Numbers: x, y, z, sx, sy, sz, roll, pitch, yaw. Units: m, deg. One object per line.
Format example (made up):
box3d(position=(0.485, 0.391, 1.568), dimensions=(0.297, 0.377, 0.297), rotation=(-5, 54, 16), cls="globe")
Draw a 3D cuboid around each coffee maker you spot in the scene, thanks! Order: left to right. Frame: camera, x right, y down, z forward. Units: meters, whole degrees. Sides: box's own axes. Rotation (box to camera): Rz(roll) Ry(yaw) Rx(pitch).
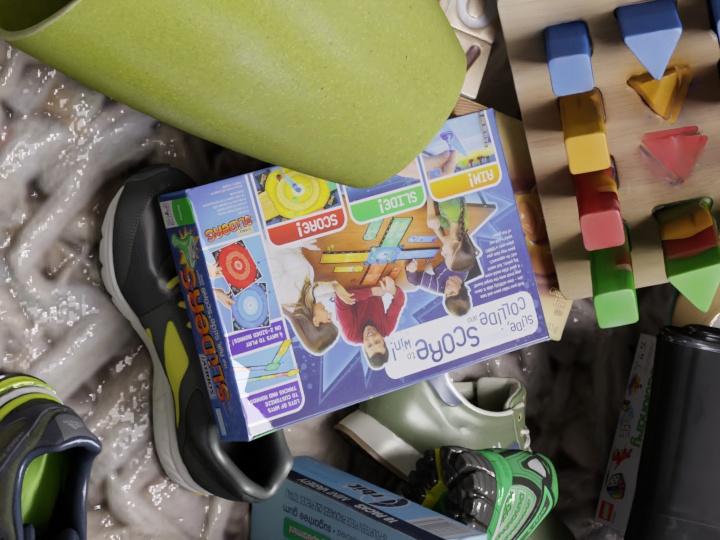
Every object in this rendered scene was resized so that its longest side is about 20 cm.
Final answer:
box3d(position=(0.196, 0.134, 1.418), dimensions=(0.192, 0.135, 0.200), rotation=(9, 92, -17), cls="coffee maker")

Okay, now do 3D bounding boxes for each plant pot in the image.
box3d(position=(-0.049, -0.133, 1.225), dimensions=(0.200, 0.187, 0.187), rotation=(38, 78, -26), cls="plant pot")

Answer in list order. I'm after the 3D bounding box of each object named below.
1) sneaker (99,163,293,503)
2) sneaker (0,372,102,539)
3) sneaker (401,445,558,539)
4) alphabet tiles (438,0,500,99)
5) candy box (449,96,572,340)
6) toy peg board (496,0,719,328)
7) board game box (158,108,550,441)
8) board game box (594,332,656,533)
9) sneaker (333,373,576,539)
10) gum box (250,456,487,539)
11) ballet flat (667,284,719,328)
box3d(position=(-0.078, 0.036, 1.328), dimensions=(0.074, 0.085, 0.200), rotation=(-28, 116, -29), cls="sneaker")
box3d(position=(-0.188, 0.157, 1.279), dimensions=(0.074, 0.081, 0.200), rotation=(11, 95, -37), cls="sneaker")
box3d(position=(0.051, 0.175, 1.408), dimensions=(0.085, 0.078, 0.200), rotation=(1, 142, -32), cls="sneaker")
box3d(position=(-0.009, -0.174, 1.332), dimensions=(0.200, 0.008, 0.167), rotation=(20, 81, -21), cls="alphabet tiles")
box3d(position=(0.047, -0.041, 1.418), dimensions=(0.200, 0.055, 0.116), rotation=(19, 88, -36), cls="candy box")
box3d(position=(0.192, -0.070, 1.347), dimensions=(0.200, 0.098, 0.199), rotation=(-11, 118, 7), cls="toy peg board")
box3d(position=(0.000, 0.000, 1.317), dimensions=(0.200, 0.034, 0.136), rotation=(-16, 94, -31), cls="board game box")
box3d(position=(0.250, 0.118, 1.616), dimensions=(0.200, 0.035, 0.127), rotation=(11, 94, -37), cls="board game box")
box3d(position=(0.080, 0.109, 1.469), dimensions=(0.200, 0.067, 0.090), rotation=(37, 84, -33), cls="sneaker")
box3d(position=(-0.002, 0.223, 1.375), dimensions=(0.044, 0.170, 0.200), rotation=(-4, 103, -36), cls="gum box")
box3d(position=(0.223, 0.081, 1.518), dimensions=(0.069, 0.063, 0.200), rotation=(-1, 106, -33), cls="ballet flat")
